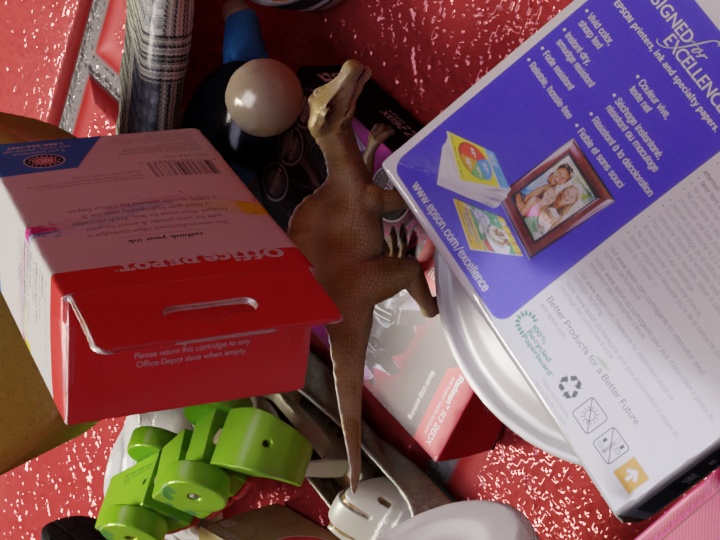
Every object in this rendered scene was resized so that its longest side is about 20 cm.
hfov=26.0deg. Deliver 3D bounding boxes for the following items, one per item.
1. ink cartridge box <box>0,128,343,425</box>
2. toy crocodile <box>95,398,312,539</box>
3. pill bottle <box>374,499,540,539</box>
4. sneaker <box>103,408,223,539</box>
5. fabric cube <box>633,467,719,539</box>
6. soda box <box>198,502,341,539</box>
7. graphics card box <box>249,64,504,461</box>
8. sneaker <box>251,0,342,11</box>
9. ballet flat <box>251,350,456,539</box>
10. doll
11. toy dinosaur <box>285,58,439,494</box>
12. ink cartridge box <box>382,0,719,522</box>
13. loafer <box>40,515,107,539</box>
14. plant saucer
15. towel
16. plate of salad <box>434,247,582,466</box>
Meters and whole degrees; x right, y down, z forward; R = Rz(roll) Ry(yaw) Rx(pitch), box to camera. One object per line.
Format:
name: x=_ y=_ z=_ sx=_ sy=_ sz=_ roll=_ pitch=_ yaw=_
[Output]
ink cartridge box: x=-0.097 y=0.006 z=0.724 sx=0.200 sy=0.116 sz=0.068 roll=-130 pitch=40 yaw=-52
toy crocodile: x=-0.099 y=0.121 z=0.908 sx=0.200 sy=0.062 sz=0.068 roll=-35 pitch=34 yaw=48
pill bottle: x=0.071 y=0.224 z=0.764 sx=0.111 sy=0.111 sz=0.201 roll=-8 pitch=114 yaw=46
sneaker: x=-0.106 y=0.084 z=0.994 sx=0.099 sy=0.075 sz=0.201 roll=19 pitch=115 yaw=28
fabric cube: x=0.186 y=0.189 z=0.607 sx=0.200 sy=0.200 sz=0.196 roll=55 pitch=129 yaw=22
soda box: x=-0.009 y=0.206 z=0.904 sx=0.200 sy=0.068 sz=0.064 roll=21 pitch=111 yaw=42
graphics card box: x=0.019 y=-0.008 z=0.850 sx=0.200 sy=0.051 sz=0.126 roll=46 pitch=126 yaw=31
sneaker: x=-0.003 y=-0.200 z=0.820 sx=0.200 sy=0.079 sz=0.079 roll=-38 pitch=70 yaw=41
ballet flat: x=-0.009 y=0.121 z=0.893 sx=0.200 sy=0.062 sz=0.068 roll=45 pitch=126 yaw=31
doll: x=-0.074 y=-0.083 z=0.865 sx=0.200 sy=0.048 sz=0.137 roll=163 pitch=115 yaw=-74
toy dinosaur: x=0.000 y=0.000 z=0.762 sx=0.058 sy=0.101 sz=0.201 roll=1 pitch=95 yaw=43
ink cartridge box: x=0.138 y=-0.030 z=0.670 sx=0.200 sy=0.043 sz=0.198 roll=-40 pitch=68 yaw=18
loafer: x=-0.155 y=0.240 z=1.061 sx=0.200 sy=0.073 sz=0.073 roll=35 pitch=125 yaw=38
plant saucer: x=-0.177 y=0.005 z=0.884 sx=0.048 sy=0.200 sz=0.201 roll=-7 pitch=91 yaw=6
towel: x=-0.124 y=-0.103 z=0.937 sx=0.200 sy=0.034 sz=0.193 roll=-118 pitch=33 yaw=-65
plate of salad: x=0.129 y=-0.007 z=0.722 sx=0.199 sy=0.048 sz=0.201 roll=-4 pitch=81 yaw=26
